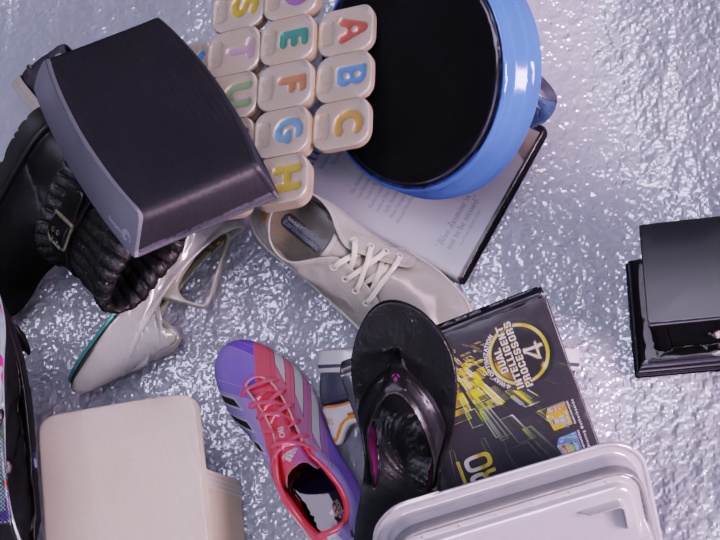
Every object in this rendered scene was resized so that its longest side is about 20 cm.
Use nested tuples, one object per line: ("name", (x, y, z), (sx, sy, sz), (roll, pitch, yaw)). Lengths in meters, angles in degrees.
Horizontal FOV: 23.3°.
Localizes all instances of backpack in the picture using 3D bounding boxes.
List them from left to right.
("backpack", (-0.305, 0.115, 1.279), (0.149, 0.177, 0.202), (1, 82, -12))

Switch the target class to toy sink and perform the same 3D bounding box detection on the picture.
("toy sink", (-0.160, 0.208, 1.327), (0.129, 0.112, 0.202), (-10, 76, 11))

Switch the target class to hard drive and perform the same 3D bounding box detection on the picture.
("hard drive", (-0.160, -0.109, 1.329), (0.134, 0.043, 0.201), (-23, 54, -17))

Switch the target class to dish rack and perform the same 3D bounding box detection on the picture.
("dish rack", (0.120, 0.218, 1.220), (0.198, 0.173, 0.044), (-17, 29, -1))

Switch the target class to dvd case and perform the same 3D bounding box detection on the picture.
("dvd case", (0.034, -0.094, 1.419), (0.199, 0.018, 0.143), (28, 83, 20))

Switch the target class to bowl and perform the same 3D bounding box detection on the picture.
("bowl", (0.049, -0.155, 1.345), (0.199, 0.039, 0.203), (6, 99, 42))

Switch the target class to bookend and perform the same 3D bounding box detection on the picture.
("bookend", (0.281, 0.001, 1.231), (0.197, 0.200, 0.093), (-6, 72, 11))

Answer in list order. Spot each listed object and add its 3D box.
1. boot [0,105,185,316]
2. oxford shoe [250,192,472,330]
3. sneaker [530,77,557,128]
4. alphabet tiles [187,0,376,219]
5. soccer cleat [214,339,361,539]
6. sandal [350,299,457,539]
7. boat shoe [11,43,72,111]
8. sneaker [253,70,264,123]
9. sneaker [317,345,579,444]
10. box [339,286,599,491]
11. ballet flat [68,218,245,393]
("boot", (-0.234, -0.009, 1.388), (0.158, 0.079, 0.212), (40, 121, 21))
("oxford shoe", (0.000, 0.000, 1.355), (0.199, 0.058, 0.076), (34, 82, -1))
("sneaker", (0.091, -0.194, 1.399), (0.085, 0.077, 0.200), (-37, 63, -22))
("alphabet tiles", (-0.079, -0.138, 1.363), (0.194, 0.015, 0.202), (-8, 66, 25))
("soccer cleat", (-0.055, 0.131, 1.341), (0.066, 0.076, 0.201), (-33, 69, 2))
("sandal", (0.030, 0.122, 1.216), (0.074, 0.048, 0.203), (0, 97, 3))
("boat shoe", (-0.214, -0.117, 1.459), (0.063, 0.073, 0.200), (-46, 64, 1))
("sneaker", (-0.116, -0.139, 1.438), (0.200, 0.067, 0.090), (40, 88, 27))
("sneaker", (0.068, 0.095, 1.323), (0.198, 0.078, 0.080), (-3, 87, 6))
("box", (0.092, 0.133, 1.264), (0.160, 0.049, 0.202), (-20, 95, 4))
("ballet flat", (-0.159, 0.025, 1.412), (0.069, 0.069, 0.201), (29, 81, 20))
